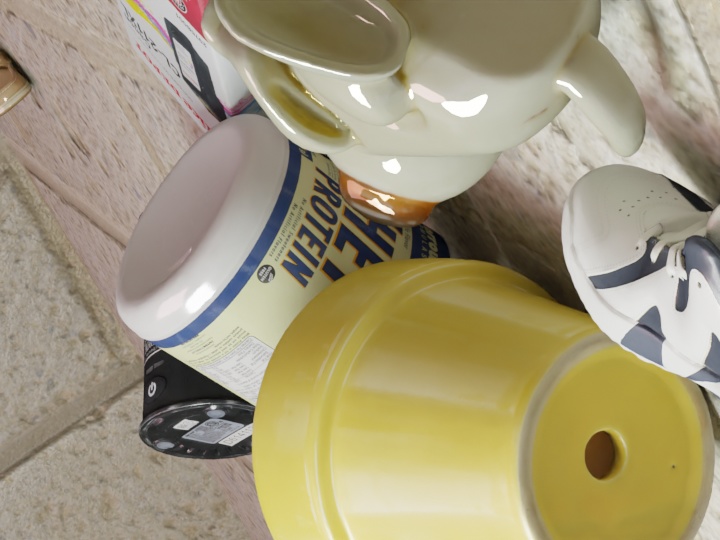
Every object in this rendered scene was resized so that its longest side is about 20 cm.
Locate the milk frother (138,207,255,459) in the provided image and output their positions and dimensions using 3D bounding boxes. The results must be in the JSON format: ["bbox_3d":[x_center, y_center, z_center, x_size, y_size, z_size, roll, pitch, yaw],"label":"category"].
[{"bbox_3d":[-0.069,0.048,1.619,0.200,0.180,0.189,28,-129,-47],"label":"milk frother"}]

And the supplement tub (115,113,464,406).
[{"bbox_3d":[-0.026,0.017,1.184,0.200,0.145,0.145,33,178,-24],"label":"supplement tub"}]

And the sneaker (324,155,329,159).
[{"bbox_3d":[0.000,0.000,1.362,0.201,0.074,0.079,65,175,-13],"label":"sneaker"}]

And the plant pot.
[{"bbox_3d":[0.074,0.092,1.047,0.189,0.201,0.201,-2,122,57],"label":"plant pot"}]

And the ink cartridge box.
[{"bbox_3d":[-0.086,-0.166,1.203,0.146,0.083,0.200,49,165,27],"label":"ink cartridge box"}]

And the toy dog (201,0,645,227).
[{"bbox_3d":[0.030,-0.100,0.876,0.193,0.140,0.200,22,164,0],"label":"toy dog"}]

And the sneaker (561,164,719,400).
[{"bbox_3d":[0.143,-0.009,0.762,0.130,0.079,0.199,86,162,-44],"label":"sneaker"}]

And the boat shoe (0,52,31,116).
[{"bbox_3d":[-0.461,-0.238,2.494,0.069,0.074,0.200,54,170,-23],"label":"boat shoe"}]
